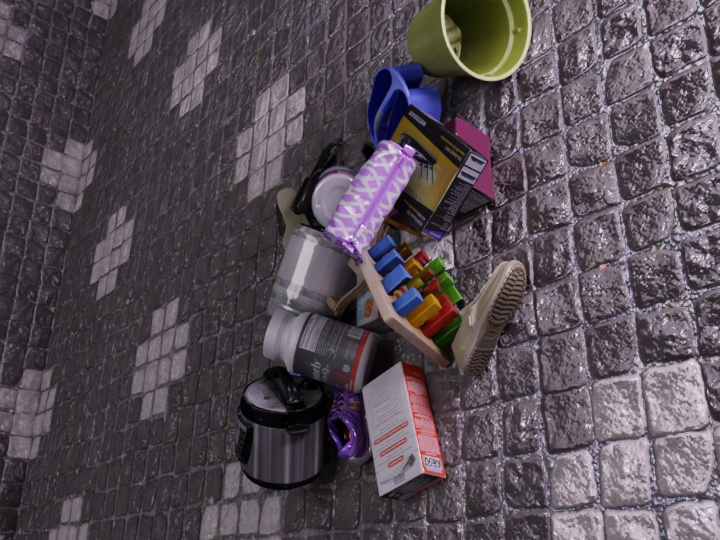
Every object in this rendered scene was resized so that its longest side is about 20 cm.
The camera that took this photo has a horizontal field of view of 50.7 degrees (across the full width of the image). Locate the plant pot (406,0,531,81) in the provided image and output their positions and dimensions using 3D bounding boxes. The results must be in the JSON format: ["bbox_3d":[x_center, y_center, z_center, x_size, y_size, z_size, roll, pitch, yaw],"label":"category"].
[{"bbox_3d":[0.183,-0.439,1.406,0.183,0.197,0.205,6,78,64],"label":"plant pot"}]

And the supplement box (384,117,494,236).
[{"bbox_3d":[0.137,-0.166,1.392,0.198,0.102,0.134,-25,56,43],"label":"supplement box"}]

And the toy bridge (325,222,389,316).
[{"bbox_3d":[0.000,0.000,1.439,0.203,0.027,0.067,-61,38,12],"label":"toy bridge"}]

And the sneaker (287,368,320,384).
[{"bbox_3d":[-0.139,0.254,1.578,0.202,0.077,0.090,-55,37,20],"label":"sneaker"}]

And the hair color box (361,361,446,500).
[{"bbox_3d":[0.072,0.277,1.315,0.110,0.063,0.204,-38,47,35],"label":"hair color box"}]

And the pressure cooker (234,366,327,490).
[{"bbox_3d":[-0.148,0.288,1.456,0.172,0.178,0.205,11,109,21],"label":"pressure cooker"}]

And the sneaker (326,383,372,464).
[{"bbox_3d":[-0.028,0.262,1.430,0.081,0.082,0.203,-44,44,29],"label":"sneaker"}]

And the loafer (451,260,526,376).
[{"bbox_3d":[0.200,0.070,1.232,0.068,0.075,0.203,35,103,46],"label":"loafer"}]

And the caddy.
[{"bbox_3d":[0.072,-0.301,1.465,0.143,0.103,0.202,60,155,26],"label":"caddy"}]

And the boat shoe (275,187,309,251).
[{"bbox_3d":[-0.152,-0.089,1.763,0.063,0.072,0.205,104,153,-62],"label":"boat shoe"}]

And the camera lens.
[{"bbox_3d":[-0.089,0.014,1.553,0.159,0.158,0.204,21,91,53],"label":"camera lens"}]

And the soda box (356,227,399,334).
[{"bbox_3d":[0.035,0.014,1.471,0.063,0.067,0.205,-25,56,43],"label":"soda box"}]

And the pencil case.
[{"bbox_3d":[0.015,-0.116,1.252,0.203,0.083,0.085,-60,10,-8],"label":"pencil case"}]

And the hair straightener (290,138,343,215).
[{"bbox_3d":[-0.087,-0.214,1.721,0.076,0.041,0.202,8,64,59],"label":"hair straightener"}]

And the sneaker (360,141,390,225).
[{"bbox_3d":[0.036,-0.176,1.542,0.074,0.080,0.204,-37,48,36],"label":"sneaker"}]

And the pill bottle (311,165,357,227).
[{"bbox_3d":[-0.043,-0.153,1.558,0.113,0.110,0.200,-61,7,12],"label":"pill bottle"}]

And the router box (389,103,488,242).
[{"bbox_3d":[0.110,-0.170,1.301,0.159,0.051,0.200,-60,40,17],"label":"router box"}]

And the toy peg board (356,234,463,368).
[{"bbox_3d":[0.096,0.028,1.299,0.097,0.199,0.202,-37,46,13],"label":"toy peg board"}]

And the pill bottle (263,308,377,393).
[{"bbox_3d":[-0.075,0.146,1.424,0.195,0.116,0.119,16,85,10],"label":"pill bottle"}]

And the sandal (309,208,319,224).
[{"bbox_3d":[-0.087,-0.128,1.707,0.077,0.042,0.200,-60,38,13],"label":"sandal"}]
